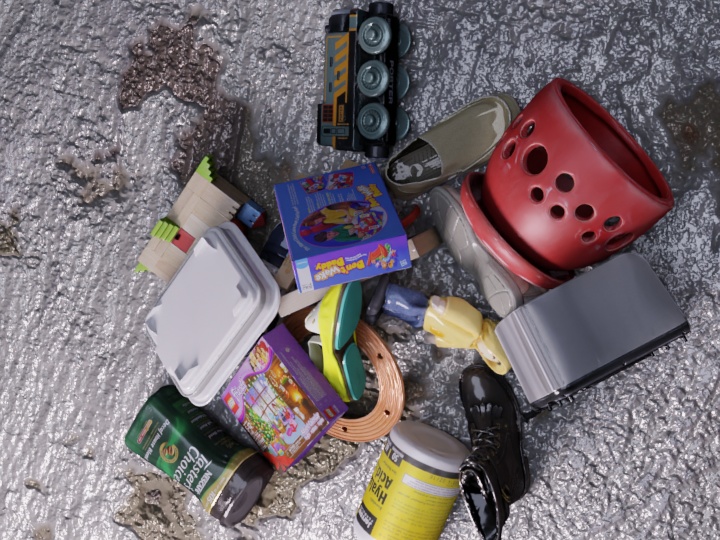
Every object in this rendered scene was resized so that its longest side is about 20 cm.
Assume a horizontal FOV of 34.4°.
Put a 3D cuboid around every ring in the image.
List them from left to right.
[{"bbox_3d":[-0.027,0.133,1.514,0.199,0.019,0.202,16,122,27],"label":"ring"}]

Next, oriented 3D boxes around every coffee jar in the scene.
[{"bbox_3d":[-0.219,0.254,1.589,0.199,0.085,0.105,35,105,13],"label":"coffee jar"}]

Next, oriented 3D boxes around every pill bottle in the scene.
[{"bbox_3d":[0.057,0.304,1.482,0.111,0.111,0.201,25,102,16],"label":"pill bottle"}]

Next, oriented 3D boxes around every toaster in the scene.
[{"bbox_3d":[0.253,0.077,1.333,0.199,0.181,0.119,-27,80,-5],"label":"toaster"}]

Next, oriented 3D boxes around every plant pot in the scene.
[{"bbox_3d":[0.233,-0.089,1.346,0.201,0.200,0.183,48,115,10],"label":"plant pot"}]

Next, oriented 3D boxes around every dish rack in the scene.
[{"bbox_3d":[-0.199,0.052,1.475,0.200,0.043,0.172,-53,52,19],"label":"dish rack"}]

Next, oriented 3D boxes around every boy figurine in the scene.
[{"bbox_3d":[0.106,0.071,1.451,0.199,0.124,0.065,23,65,2],"label":"boy figurine"}]

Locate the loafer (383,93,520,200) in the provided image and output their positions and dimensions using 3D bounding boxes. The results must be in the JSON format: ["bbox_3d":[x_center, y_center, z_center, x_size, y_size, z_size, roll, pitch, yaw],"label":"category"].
[{"bbox_3d":[0.112,-0.150,1.447,0.199,0.068,0.076,-34,83,19],"label":"loafer"}]

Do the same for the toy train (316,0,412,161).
[{"bbox_3d":[0.001,-0.240,1.476,0.113,0.085,0.202,4,96,29],"label":"toy train"}]

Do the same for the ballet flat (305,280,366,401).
[{"bbox_3d":[-0.034,0.081,1.419,0.067,0.067,0.201,16,134,23],"label":"ballet flat"}]

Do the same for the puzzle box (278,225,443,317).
[{"bbox_3d":[0.000,0.000,1.465,0.199,0.133,0.026,-24,91,20],"label":"puzzle box"}]

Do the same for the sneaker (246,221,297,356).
[{"bbox_3d":[-0.131,0.028,1.526,0.070,0.108,0.201,26,103,17],"label":"sneaker"}]

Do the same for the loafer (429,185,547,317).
[{"bbox_3d":[0.157,-0.028,1.442,0.201,0.063,0.072,58,152,27],"label":"loafer"}]

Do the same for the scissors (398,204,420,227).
[{"bbox_3d":[0.029,-0.041,1.419,0.073,0.200,0.014,-25,101,19],"label":"scissors"}]

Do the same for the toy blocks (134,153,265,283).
[{"bbox_3d":[-0.200,-0.037,1.565,0.136,0.100,0.200,36,106,1],"label":"toy blocks"}]

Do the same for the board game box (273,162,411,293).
[{"bbox_3d":[-0.026,-0.056,1.393,0.133,0.200,0.045,-13,121,-3],"label":"board game box"}]

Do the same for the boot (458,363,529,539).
[{"bbox_3d":[0.153,0.219,1.407,0.069,0.174,0.201,-19,88,20],"label":"boot"}]

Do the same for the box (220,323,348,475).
[{"bbox_3d":[-0.103,0.171,1.508,0.137,0.039,0.200,51,145,10],"label":"box"}]

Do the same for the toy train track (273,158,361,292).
[{"bbox_3d":[-0.054,-0.055,1.493,0.114,0.033,0.201,24,66,14],"label":"toy train track"}]
